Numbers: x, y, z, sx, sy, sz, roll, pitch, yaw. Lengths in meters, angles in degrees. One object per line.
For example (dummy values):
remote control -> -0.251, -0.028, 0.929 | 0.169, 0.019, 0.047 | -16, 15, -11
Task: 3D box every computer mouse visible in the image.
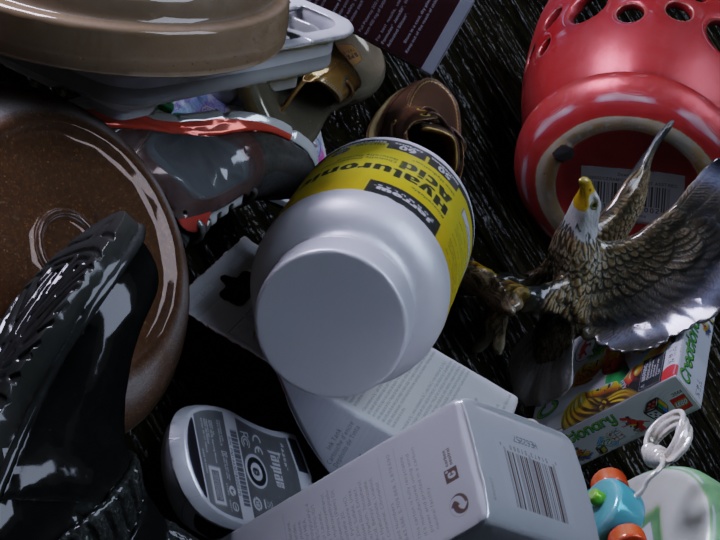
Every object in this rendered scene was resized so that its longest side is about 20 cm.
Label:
computer mouse -> -0.055, 0.120, 1.210 | 0.200, 0.044, 0.110 | 24, 48, -53

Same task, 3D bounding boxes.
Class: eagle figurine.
eagle figurine -> 0.167, -0.012, 1.496 | 0.200, 0.151, 0.152 | -19, 75, -21

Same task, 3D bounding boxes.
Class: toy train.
toy train -> 0.106, 0.134, 1.321 | 0.056, 0.200, 0.150 | 34, 61, -22

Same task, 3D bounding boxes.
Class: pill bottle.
pill bottle -> 0.000, 0.000, 1.220 | 0.111, 0.111, 0.200 | 53, 17, -9

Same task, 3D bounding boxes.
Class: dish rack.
dish rack -> -0.122, -0.132, 1.241 | 0.171, 0.044, 0.200 | 26, 27, 33

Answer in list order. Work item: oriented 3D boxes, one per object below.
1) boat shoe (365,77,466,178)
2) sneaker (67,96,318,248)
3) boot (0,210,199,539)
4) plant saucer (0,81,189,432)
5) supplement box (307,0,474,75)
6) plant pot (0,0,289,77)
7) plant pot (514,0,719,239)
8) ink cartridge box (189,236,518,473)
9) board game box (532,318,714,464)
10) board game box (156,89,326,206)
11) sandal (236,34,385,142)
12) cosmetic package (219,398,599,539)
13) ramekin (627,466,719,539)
boat shoe -> 0.044, -0.075, 1.502 | 0.072, 0.068, 0.200 | 40, 33, -15
sneaker -> -0.104, -0.046, 1.268 | 0.200, 0.077, 0.082 | 5, 67, -42
boot -> -0.118, 0.095, 1.052 | 0.158, 0.079, 0.211 | 37, 68, -25
plant saucer -> -0.158, -0.008, 1.125 | 0.200, 0.037, 0.201 | 18, 62, -39
supplement box -> -0.038, -0.202, 1.381 | 0.200, 0.061, 0.109 | 25, 10, -29
plant pot -> -0.133, -0.178, 1.170 | 0.200, 0.093, 0.201 | 7, 23, -3
plant pot -> 0.216, -0.116, 1.677 | 0.200, 0.200, 0.183 | 46, 35, -20
ink cartridge box -> -0.012, 0.065, 1.278 | 0.200, 0.050, 0.161 | 28, 18, 4
board game box -> 0.190, 0.054, 1.549 | 0.035, 0.126, 0.200 | 50, 30, -18
board game box -> -0.090, -0.143, 1.413 | 0.200, 0.026, 0.200 | 22, 45, -46
sandal -> -0.025, -0.132, 1.418 | 0.080, 0.054, 0.200 | 57, 29, -2
cosmetic package -> 0.013, 0.148, 1.123 | 0.102, 0.200, 0.074 | 24, 44, -45
ramekin -> 0.184, 0.217, 1.330 | 0.098, 0.200, 0.200 | 36, 35, -20
